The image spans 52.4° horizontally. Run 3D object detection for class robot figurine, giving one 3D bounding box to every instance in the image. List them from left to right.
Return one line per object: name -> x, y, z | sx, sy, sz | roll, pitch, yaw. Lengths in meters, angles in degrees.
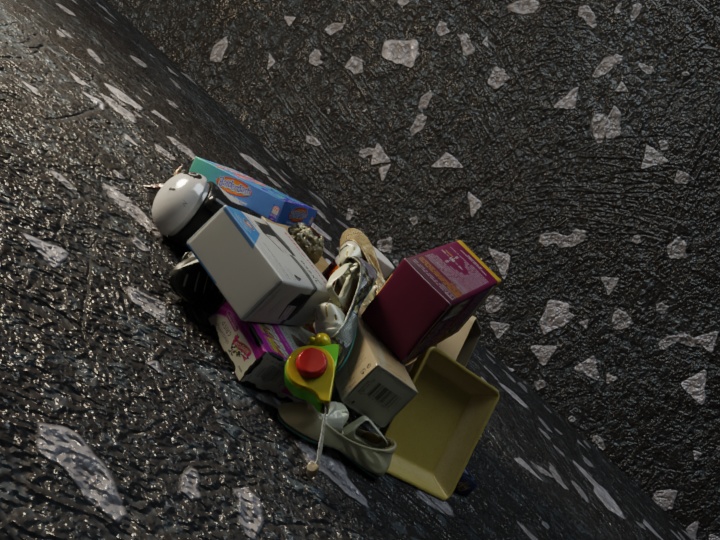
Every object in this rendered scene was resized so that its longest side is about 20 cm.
robot figurine -> -0.256, -0.080, 1.244 | 0.200, 0.150, 0.125 | 38, 24, -26

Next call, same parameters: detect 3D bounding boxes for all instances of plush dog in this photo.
plush dog -> -0.129, 0.037, 1.263 | 0.172, 0.160, 0.201 | -22, 83, -60

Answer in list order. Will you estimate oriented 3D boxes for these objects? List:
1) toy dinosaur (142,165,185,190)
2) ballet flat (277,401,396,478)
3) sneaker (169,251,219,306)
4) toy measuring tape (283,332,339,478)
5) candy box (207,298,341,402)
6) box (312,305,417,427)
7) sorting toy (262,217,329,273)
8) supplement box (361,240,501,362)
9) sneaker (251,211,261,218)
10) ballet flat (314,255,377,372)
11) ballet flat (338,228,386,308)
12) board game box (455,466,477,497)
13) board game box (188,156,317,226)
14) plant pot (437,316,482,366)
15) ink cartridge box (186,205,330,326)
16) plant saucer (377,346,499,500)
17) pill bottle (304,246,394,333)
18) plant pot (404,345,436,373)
toy dinosaur -> -0.296, -0.113, 1.350 | 0.200, 0.086, 0.136 | 38, 7, -40
ballet flat -> -0.025, 0.219, 1.013 | 0.200, 0.070, 0.070 | 37, 10, -30
sneaker -> -0.246, 0.004, 1.117 | 0.079, 0.074, 0.200 | 19, 8, 8
toy measuring tape -> -0.072, 0.165, 0.946 | 0.073, 0.073, 0.201 | 36, 45, -31
candy box -> -0.116, 0.126, 1.075 | 0.200, 0.061, 0.137 | 33, 14, -46
box -> 0.002, 0.131, 1.112 | 0.095, 0.078, 0.200 | 37, 13, -32
sorting toy -> -0.152, -0.025, 1.633 | 0.200, 0.070, 0.199 | 32, 14, -52
supplement box -> 0.115, 0.044, 1.157 | 0.103, 0.131, 0.200 | 46, 29, 16
sneaker -> -0.216, -0.077, 1.485 | 0.100, 0.078, 0.200 | 50, -9, -9
ballet flat -> -0.034, 0.056, 1.082 | 0.072, 0.072, 0.201 | 38, 51, -21
ballet flat -> 0.000, 0.000, 1.286 | 0.065, 0.071, 0.201 | 11, 41, -47
board game box -> 0.122, 0.308, 1.331 | 0.135, 0.035, 0.200 | 38, 10, -29
board game box -> -0.196, -0.140, 1.348 | 0.199, 0.045, 0.152 | 27, 7, 17
plant pot -> 0.124, 0.163, 1.506 | 0.176, 0.201, 0.200 | 25, -6, 16
ink cartridge box -> -0.139, -0.001, 1.074 | 0.145, 0.084, 0.200 | 50, 10, 17
plant saucer -> 0.112, 0.240, 1.163 | 0.200, 0.201, 0.048 | 36, -11, -37
pill bottle -> -0.032, 0.042, 1.396 | 0.113, 0.200, 0.113 | 40, 9, -7
plant pot -> 0.043, 0.165, 1.277 | 0.200, 0.199, 0.135 | -125, -162, -57
